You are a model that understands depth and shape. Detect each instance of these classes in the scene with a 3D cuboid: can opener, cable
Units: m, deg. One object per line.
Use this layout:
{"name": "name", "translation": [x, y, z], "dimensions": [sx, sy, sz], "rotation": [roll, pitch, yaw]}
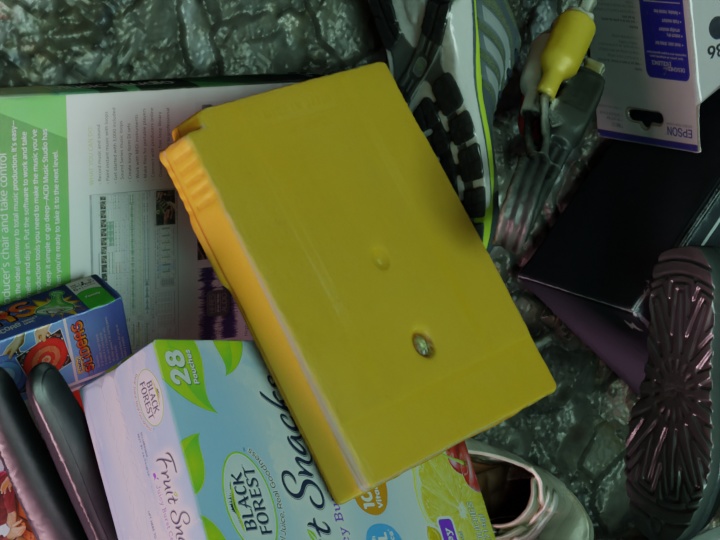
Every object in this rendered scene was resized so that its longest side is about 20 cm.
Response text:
{"name": "can opener", "translation": [-0.135, 0.126, 1.091], "dimensions": [0.063, 0.079, 0.200], "rotation": [-16, 123, 19]}
{"name": "cable", "translation": [0.089, -0.066, 1.195], "dimensions": [0.050, 0.097, 0.200], "rotation": [27, 42, 4]}

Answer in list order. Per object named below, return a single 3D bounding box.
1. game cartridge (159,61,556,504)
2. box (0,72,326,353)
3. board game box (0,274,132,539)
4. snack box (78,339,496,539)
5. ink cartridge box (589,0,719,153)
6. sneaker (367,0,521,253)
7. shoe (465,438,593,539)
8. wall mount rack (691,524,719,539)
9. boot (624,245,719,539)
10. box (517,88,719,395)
{"name": "game cartridge", "translation": [0.000, 0.000, 1.109], "dimensions": [0.176, 0.032, 0.201], "rotation": [-20, 80, -51]}
{"name": "box", "translation": [-0.108, -0.027, 1.151], "dimensions": [0.199, 0.036, 0.145], "rotation": [-6, 102, -31]}
{"name": "board game box", "translation": [-0.171, 0.116, 1.114], "dimensions": [0.135, 0.034, 0.201], "rotation": [-19, 119, -24]}
{"name": "snack box", "translation": [-0.025, 0.122, 1.079], "dimensions": [0.200, 0.068, 0.169], "rotation": [1, 64, -46]}
{"name": "ink cartridge box", "translation": [0.166, -0.171, 1.249], "dimensions": [0.039, 0.099, 0.201], "rotation": [-15, 107, -29]}
{"name": "sneaker", "translation": [0.057, -0.101, 1.206], "dimensions": [0.081, 0.074, 0.201], "rotation": [-10, 99, -50]}
{"name": "shoe", "translation": [0.064, 0.133, 1.271], "dimensions": [0.200, 0.053, 0.070], "rotation": [26, 86, -32]}
{"name": "wall mount rack", "translation": [0.211, 0.216, 1.344], "dimensions": [0.199, 0.075, 0.174], "rotation": [-25, 152, -2]}
{"name": "boot", "translation": [0.246, 0.067, 1.224], "dimensions": [0.199, 0.066, 0.166], "rotation": [1, 101, -36]}
{"name": "box", "translation": [0.233, -0.008, 1.304], "dimensions": [0.200, 0.123, 0.199], "rotation": [43, 76, -30]}
